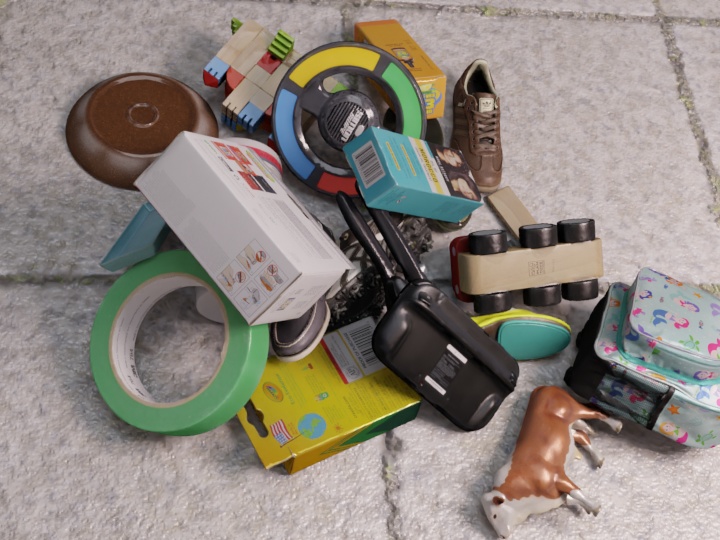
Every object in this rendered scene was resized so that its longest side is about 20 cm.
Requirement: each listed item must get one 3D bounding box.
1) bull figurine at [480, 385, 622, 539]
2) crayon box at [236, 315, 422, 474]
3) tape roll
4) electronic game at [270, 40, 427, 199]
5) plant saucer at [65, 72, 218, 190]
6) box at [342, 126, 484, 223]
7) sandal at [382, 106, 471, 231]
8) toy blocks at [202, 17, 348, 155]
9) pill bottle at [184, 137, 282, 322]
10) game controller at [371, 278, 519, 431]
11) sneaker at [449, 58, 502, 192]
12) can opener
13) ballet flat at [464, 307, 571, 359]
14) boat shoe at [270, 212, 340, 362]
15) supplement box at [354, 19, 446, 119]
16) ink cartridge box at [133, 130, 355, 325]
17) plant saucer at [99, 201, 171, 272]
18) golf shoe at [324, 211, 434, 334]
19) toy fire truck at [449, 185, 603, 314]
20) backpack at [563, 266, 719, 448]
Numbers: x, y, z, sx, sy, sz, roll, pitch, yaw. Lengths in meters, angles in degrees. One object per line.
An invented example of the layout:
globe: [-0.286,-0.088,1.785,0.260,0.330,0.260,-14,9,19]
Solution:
bull figurine: [0.214,0.218,1.278,0.121,0.065,0.200,23,56,4]
crayon box: [-0.047,0.144,1.291,0.200,0.051,0.127,-20,61,-22]
tape roll: [-0.200,0.079,1.250,0.200,0.048,0.201,-6,74,20]
electronic game: [-0.015,-0.189,1.445,0.199,0.201,0.042,16,16,2]
plant saucer: [-0.285,-0.194,1.493,0.200,0.037,0.201,5,55,-7]
box: [0.067,-0.112,1.368,0.200,0.049,0.082,5,57,-54]
sandal: [0.080,-0.134,1.504,0.080,0.057,0.201,-13,70,-23]
toy blocks: [-0.131,-0.237,1.523,0.200,0.100,0.137,36,70,4]
pill bottle: [-0.150,-0.046,1.360,0.119,0.120,0.201,1,60,-9]
game controller: [0.098,0.099,1.281,0.104,0.200,0.042,-50,29,-3]
sneaker: [0.158,-0.200,1.546,0.070,0.076,0.200,0,55,-9]
can opener: [0.038,-0.015,1.323,0.063,0.079,0.200,-24,84,-20]
ballet flat: [0.153,0.072,1.372,0.199,0.067,0.067,-7,38,-12]
boat shoe: [-0.073,0.016,1.318,0.072,0.063,0.200,-8,44,22]
supplement box: [0.050,-0.274,1.544,0.066,0.069,0.200,-8,34,-16]
ink cartridge box: [-0.118,-0.045,1.234,0.084,0.176,0.200,-44,77,15]
plant saucer: [-0.247,-0.050,1.339,0.070,0.019,0.200,-22,19,13]
golf shoe: [0.000,0.000,1.397,0.094,0.078,0.200,23,55,36]
toy fire truck: [0.187,-0.032,1.430,0.175,0.200,0.129,-8,99,-13]
backpack: [0.364,0.105,1.330,0.200,0.151,0.178,29,39,2]
